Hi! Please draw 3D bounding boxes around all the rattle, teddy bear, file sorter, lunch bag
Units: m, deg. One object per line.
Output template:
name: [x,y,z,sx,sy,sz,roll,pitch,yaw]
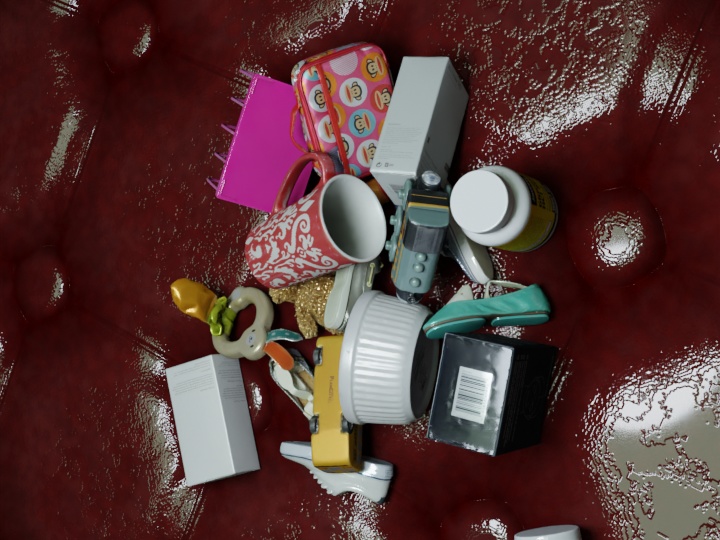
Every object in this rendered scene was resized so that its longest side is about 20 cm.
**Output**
rattle: [-0.198,0.078,1.743,0.130,0.144,0.200,-38,39,-10]
teddy bear: [-0.061,0.041,1.739,0.145,0.067,0.200,-47,69,14]
file sorter: [-0.154,-0.210,1.746,0.125,0.138,0.202,39,112,62]
lunch bag: [-0.028,-0.240,1.661,0.174,0.082,0.202,-20,109,-11]

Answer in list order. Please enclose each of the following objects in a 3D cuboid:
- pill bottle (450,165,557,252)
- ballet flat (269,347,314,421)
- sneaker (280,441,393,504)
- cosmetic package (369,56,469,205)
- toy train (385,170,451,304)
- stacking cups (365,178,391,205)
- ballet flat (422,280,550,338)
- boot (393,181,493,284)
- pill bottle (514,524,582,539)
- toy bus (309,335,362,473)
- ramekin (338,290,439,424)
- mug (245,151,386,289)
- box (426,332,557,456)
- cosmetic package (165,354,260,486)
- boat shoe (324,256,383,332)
pill bottle: [0.203,-0.088,1.534,0.111,0.199,0.114,-1,87,26]
ballet flat: [-0.082,0.206,1.740,0.200,0.072,0.072,46,107,22]
sneaker: [-0.045,0.320,1.711,0.198,0.073,0.072,11,89,27]
cosmetic package: [0.091,-0.208,1.616,0.080,0.113,0.202,8,71,27]
toy train: [0.083,-0.044,1.540,0.084,0.115,0.201,8,136,-4]
stacking cups: [-0.009,-0.106,1.732,0.198,0.060,0.061,-28,75,18]
ballet flat: [0.180,0.053,1.579,0.197,0.067,0.071,-7,68,-11]
boot: [0.127,-0.049,1.649,0.090,0.072,0.202,-35,63,22]
pill bottle: [0.277,0.468,1.513,0.113,0.114,0.203,-11,82,26]
toy bus: [-0.034,0.206,1.665,0.064,0.078,0.203,-6,68,20]
ramekin: [0.048,0.134,1.610,0.104,0.200,0.203,6,90,18]
mug: [-0.072,-0.068,1.643,0.199,0.133,0.180,-23,50,43]
box: [0.190,0.171,1.527,0.106,0.199,0.150,11,91,28]
cosmetic package: [-0.250,0.251,1.814,0.107,0.085,0.203,-16,81,26]
boat shoe: [-0.001,0.000,1.676,0.072,0.060,0.204,-13,60,65]
